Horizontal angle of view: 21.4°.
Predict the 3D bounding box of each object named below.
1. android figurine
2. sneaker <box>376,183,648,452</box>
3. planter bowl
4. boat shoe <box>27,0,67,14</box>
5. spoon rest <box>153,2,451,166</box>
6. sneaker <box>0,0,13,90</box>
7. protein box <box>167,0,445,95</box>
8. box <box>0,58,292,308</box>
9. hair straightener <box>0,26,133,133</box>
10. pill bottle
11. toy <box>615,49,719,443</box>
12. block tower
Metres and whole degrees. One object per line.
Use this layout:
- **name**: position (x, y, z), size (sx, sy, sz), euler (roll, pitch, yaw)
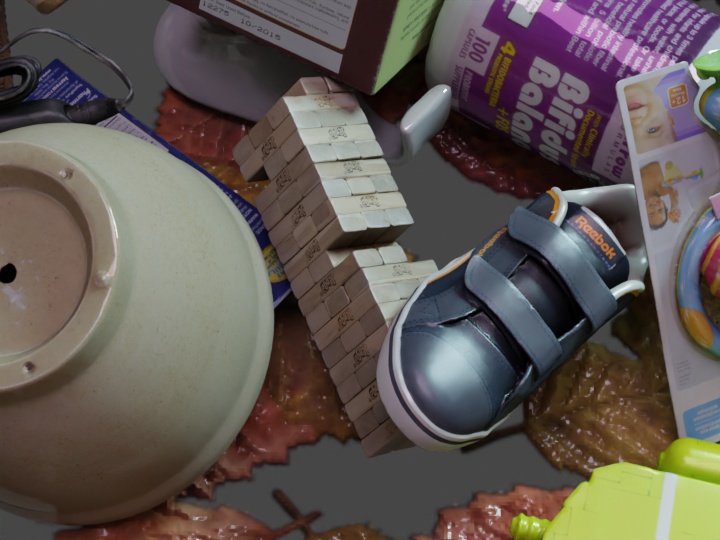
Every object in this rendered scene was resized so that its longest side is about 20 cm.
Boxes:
- **android figurine**: position (0.165, 0.166, 0.928), size (0.198, 0.041, 0.183), euler (10, 61, 4)
- **sneaker**: position (0.083, 0.012, 0.949), size (0.079, 0.079, 0.200), euler (49, 43, -2)
- **planter bowl**: position (-0.152, 0.013, 0.922), size (0.199, 0.135, 0.202), euler (-3, 74, 10)
- **boat shoe**: position (-0.188, -0.224, 1.087), size (0.074, 0.069, 0.200), euler (-40, 34, 14)
- **spoon rest**: position (-0.034, -0.111, 1.081), size (0.199, 0.061, 0.099), euler (31, 62, 30)
- **sneaker**: position (-0.260, -0.154, 1.085), size (0.108, 0.070, 0.201), euler (-17, 51, 5)
- **protein box**: position (0.012, -0.241, 1.028), size (0.134, 0.201, 0.199), euler (26, 36, 13)
- **box**: position (-0.132, -0.018, 1.031), size (0.200, 0.032, 0.121), euler (36, 66, 19)
- **hair straightener**: position (-0.216, -0.080, 0.997), size (0.198, 0.077, 0.041), euler (-12, 40, 9)
- **pill bottle**: position (0.144, -0.101, 1.038), size (0.199, 0.113, 0.113), euler (29, 64, 15)
- **toy**: position (0.202, -0.012, 0.952), size (0.114, 0.047, 0.201), euler (-18, 106, -13)
- **block tower**: position (0.000, 0.000, 0.984), size (0.054, 0.058, 0.201), euler (-9, 66, -43)
